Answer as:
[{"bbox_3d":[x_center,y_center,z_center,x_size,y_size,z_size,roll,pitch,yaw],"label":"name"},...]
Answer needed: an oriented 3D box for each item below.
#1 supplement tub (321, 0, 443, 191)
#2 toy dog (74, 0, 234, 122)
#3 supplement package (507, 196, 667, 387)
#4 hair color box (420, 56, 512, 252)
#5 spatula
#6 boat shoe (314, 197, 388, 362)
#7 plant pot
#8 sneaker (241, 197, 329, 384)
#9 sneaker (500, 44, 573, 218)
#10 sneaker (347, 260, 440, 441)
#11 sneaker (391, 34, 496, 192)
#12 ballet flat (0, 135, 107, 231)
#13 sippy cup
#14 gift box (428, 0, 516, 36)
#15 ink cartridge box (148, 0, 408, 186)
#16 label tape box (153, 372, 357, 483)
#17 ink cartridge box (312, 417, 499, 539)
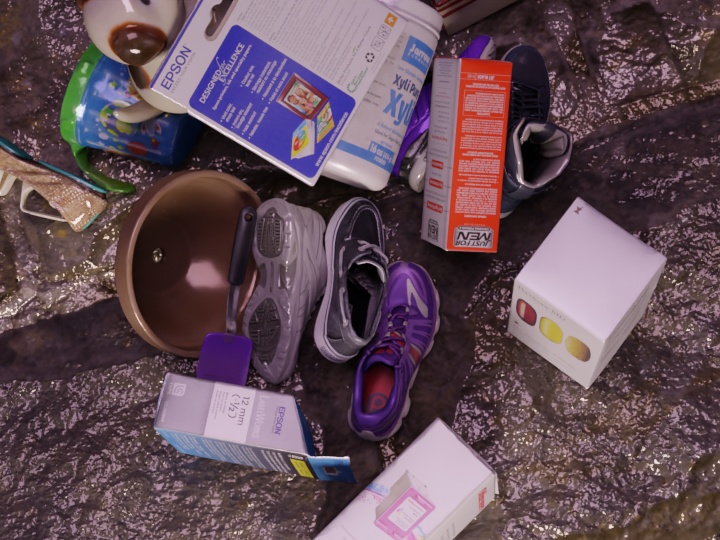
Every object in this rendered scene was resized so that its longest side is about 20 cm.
[{"bbox_3d":[-0.002,-0.198,1.631,0.132,0.132,0.200,20,89,9],"label":"supplement tub"},{"bbox_3d":[-0.206,-0.246,1.537,0.194,0.200,0.140,-32,70,10],"label":"toy dog"},{"bbox_3d":[0.228,0.027,1.562,0.114,0.200,0.110,36,78,14],"label":"supplement package"},{"bbox_3d":[0.111,-0.125,1.616,0.061,0.102,0.200,3,98,-14],"label":"hair color box"},{"bbox_3d":[-0.135,0.029,1.618,0.056,0.021,0.200,9,87,-19],"label":"spatula"},{"bbox_3d":[0.000,0.000,1.613,0.072,0.068,0.200,29,52,-23],"label":"boat shoe"},{"bbox_3d":[-0.194,-0.012,1.635,0.093,0.201,0.201,12,70,46],"label":"plant pot"},{"bbox_3d":[-0.067,0.024,1.648,0.078,0.099,0.200,12,97,43],"label":"sneaker"},{"bbox_3d":[0.186,-0.167,1.648,0.077,0.146,0.203,13,75,-11],"label":"sneaker"},{"bbox_3d":[0.037,0.082,1.619,0.080,0.083,0.200,10,73,6],"label":"sneaker"},{"bbox_3d":[0.075,-0.194,1.708,0.099,0.070,0.200,29,76,14],"label":"sneaker"},{"bbox_3d":[-0.381,-0.104,1.715,0.200,0.071,0.065,28,92,15],"label":"ballet flat"},{"bbox_3d":[-0.246,-0.182,1.692,0.130,0.178,0.140,23,54,7],"label":"sippy cup"},{"bbox_3d":[0.142,-0.383,1.710,0.187,0.185,0.200,-28,77,4],"label":"gift box"},{"bbox_3d":[-0.082,-0.218,1.511,0.200,0.047,0.198,31,90,-21],"label":"ink cartridge box"},{"bbox_3d":[-0.100,0.165,1.570,0.200,0.143,0.066,8,74,6],"label":"label tape box"},{"bbox_3d":[0.042,0.256,1.533,0.200,0.145,0.085,-42,74,-9],"label":"ink cartridge box"}]
